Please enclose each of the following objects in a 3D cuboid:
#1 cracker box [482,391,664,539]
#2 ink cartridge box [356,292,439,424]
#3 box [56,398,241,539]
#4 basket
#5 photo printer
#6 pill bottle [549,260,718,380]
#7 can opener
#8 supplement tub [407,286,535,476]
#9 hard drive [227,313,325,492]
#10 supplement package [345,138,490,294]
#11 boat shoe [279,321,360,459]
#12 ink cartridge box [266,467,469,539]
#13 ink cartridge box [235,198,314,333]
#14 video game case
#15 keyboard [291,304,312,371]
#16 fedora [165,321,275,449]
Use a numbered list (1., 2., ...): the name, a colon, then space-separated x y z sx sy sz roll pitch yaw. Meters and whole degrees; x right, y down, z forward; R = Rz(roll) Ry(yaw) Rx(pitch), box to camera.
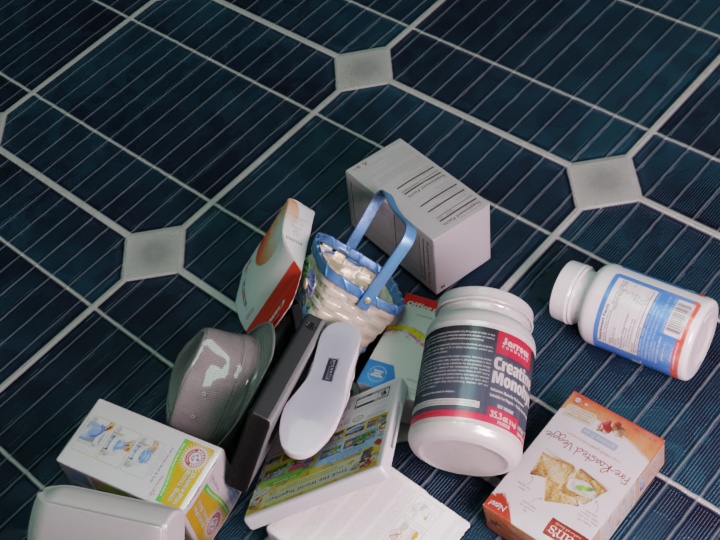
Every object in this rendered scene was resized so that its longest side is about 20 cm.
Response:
1. cracker box: 0.259 0.258 1.448 0.133 0.058 0.200 27 61 32
2. ink cartridge box: 0.091 0.107 1.610 0.115 0.068 0.201 15 54 23
3. box: -0.266 0.262 1.527 0.198 0.113 0.102 17 56 25
4. basket: 0.000 0.000 1.618 0.201 0.138 0.177 -54 20 10
5. photo printer: -0.309 0.348 1.437 0.198 0.168 0.069 8 14 19
6. pill bottle: 0.353 0.057 1.564 0.199 0.113 0.112 23 58 29
7. can opener: -0.140 0.153 1.630 0.052 0.067 0.202 7 57 19
8. supplement tub: 0.140 0.136 1.466 0.139 0.141 0.202 4 61 16
9. hard drive: -0.107 0.166 1.523 0.033 0.140 0.201 24 40 4
10. supplement package: 0.084 -0.080 1.739 0.109 0.114 0.200 -32 51 -23
11. boat shoe: -0.044 0.160 1.508 0.073 0.066 0.201 17 54 15
12. ink cartridge box: 0.010 0.318 1.456 0.199 0.050 0.162 32 62 28
13. ink cartridge box: -0.131 0.020 1.662 0.050 0.163 0.201 27 38 -12
14. video game case: -0.040 0.224 1.482 0.199 0.023 0.183 -25 23 22
15. keyboard: -0.056 0.117 1.675 0.056 0.011 0.201 -18 48 4
16. fedora: -0.195 0.143 1.559 0.090 0.201 0.177 23 24 -18
